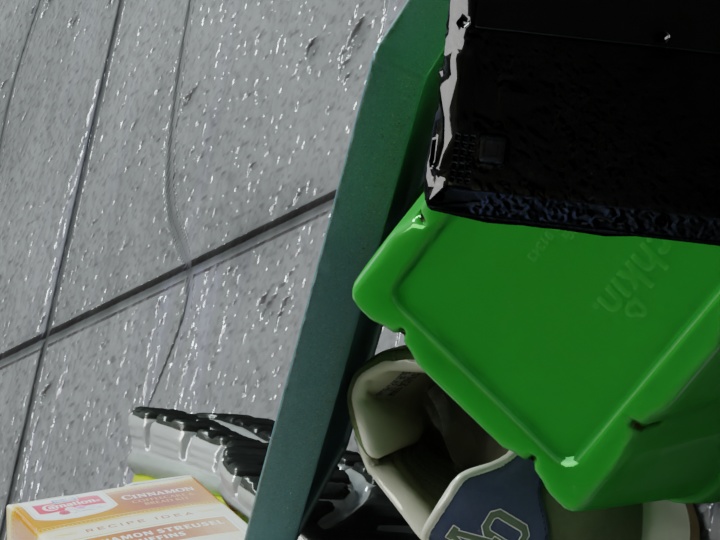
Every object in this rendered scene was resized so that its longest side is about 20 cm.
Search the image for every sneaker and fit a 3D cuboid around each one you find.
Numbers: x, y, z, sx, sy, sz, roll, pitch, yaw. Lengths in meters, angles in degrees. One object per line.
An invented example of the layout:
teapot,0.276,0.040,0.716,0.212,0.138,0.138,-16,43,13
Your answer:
sneaker,0.037,0.038,0.953,0.067,0.090,0.200,-60,27,21
sneaker,-0.031,0.107,1.072,0.200,0.078,0.091,-164,82,-68

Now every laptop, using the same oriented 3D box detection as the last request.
laptop,0.117,-0.093,0.744,0.103,0.177,0.201,62,-145,-79

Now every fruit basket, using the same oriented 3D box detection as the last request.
fruit basket,0.107,-0.048,0.869,0.216,0.155,0.216,-44,-12,-11

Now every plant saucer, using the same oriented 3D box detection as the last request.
plant saucer,0.000,0.000,0.926,0.070,0.019,0.200,-59,-11,-52

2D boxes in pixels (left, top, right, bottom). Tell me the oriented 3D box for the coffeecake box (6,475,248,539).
coffeecake box,-0.048,0.174,0.958,0.200,0.073,0.154,32,126,59
